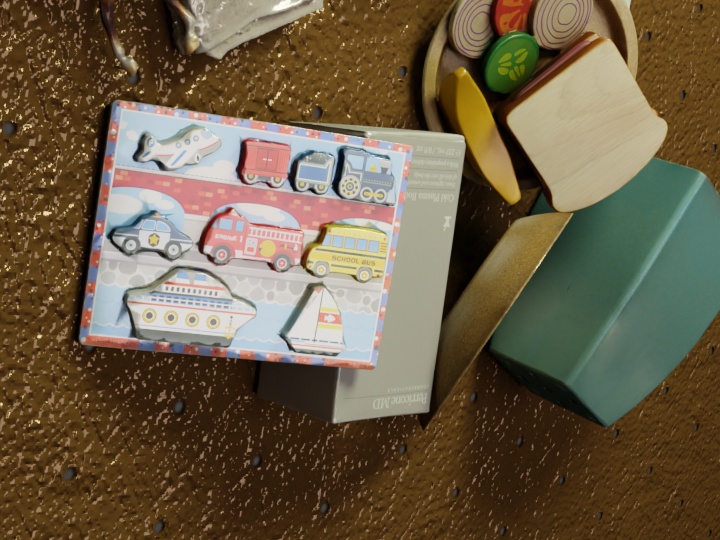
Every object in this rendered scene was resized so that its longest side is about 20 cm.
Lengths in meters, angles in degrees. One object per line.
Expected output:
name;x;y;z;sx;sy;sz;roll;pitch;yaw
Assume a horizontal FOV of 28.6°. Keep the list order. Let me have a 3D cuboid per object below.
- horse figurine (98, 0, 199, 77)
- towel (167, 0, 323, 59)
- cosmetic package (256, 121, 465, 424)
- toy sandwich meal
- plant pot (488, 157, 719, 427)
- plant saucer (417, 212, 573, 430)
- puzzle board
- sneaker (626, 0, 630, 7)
horse figurine;-0.104;-0.200;0.805;0.199;0.050;0.133;-34;121;-1
towel;-0.078;-0.241;0.871;0.132;0.034;0.201;-34;125;-38
cosmetic package;0.000;0.000;0.990;0.106;0.090;0.201;-3;100;-46
toy sandwich meal;0.141;-0.137;1.071;0.204;0.070;0.206;-9;115;-19
plant pot;0.209;0.018;1.200;0.201;0.141;0.141;-58;137;-9
plant saucer;0.091;0.030;1.078;0.201;0.035;0.200;-55;175;-7
puzzle board;-0.069;-0.018;0.892;0.199;0.017;0.152;7;97;-21
sneaker;0.190;-0.220;1.159;0.086;0.075;0.201;-9;121;-57
